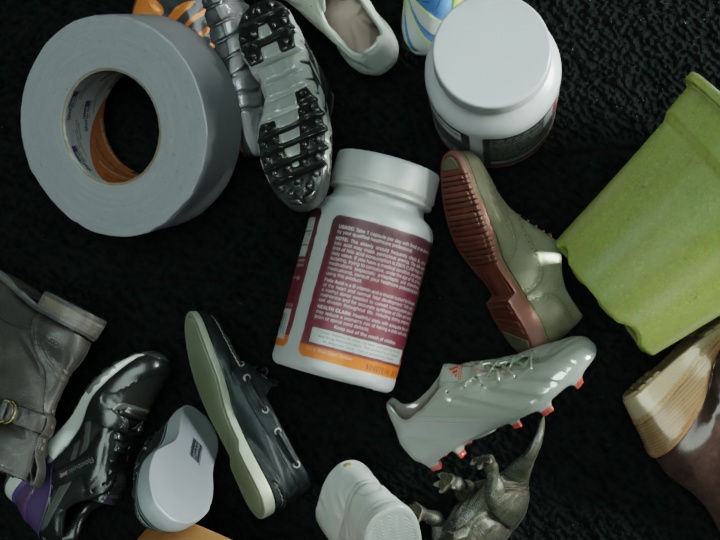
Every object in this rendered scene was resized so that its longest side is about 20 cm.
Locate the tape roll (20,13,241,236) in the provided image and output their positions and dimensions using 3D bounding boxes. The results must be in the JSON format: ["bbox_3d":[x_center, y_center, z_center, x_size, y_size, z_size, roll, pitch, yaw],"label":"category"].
[{"bbox_3d":[-0.212,-0.134,1.149,0.200,0.066,0.200,4,101,23],"label":"tape roll"}]

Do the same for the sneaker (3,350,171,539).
[{"bbox_3d":[-0.229,0.166,1.143,0.200,0.076,0.088,-48,62,8],"label":"sneaker"}]

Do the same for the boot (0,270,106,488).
[{"bbox_3d":[-0.337,0.092,1.145,0.200,0.069,0.174,20,80,29],"label":"boot"}]

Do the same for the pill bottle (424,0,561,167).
[{"bbox_3d":[0.115,-0.162,1.083,0.116,0.200,0.116,-1,84,6],"label":"pill bottle"}]

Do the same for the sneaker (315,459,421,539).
[{"bbox_3d":[0.013,0.265,1.117,0.074,0.116,0.200,-13,116,-21],"label":"sneaker"}]

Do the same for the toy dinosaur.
[{"bbox_3d":[0.106,0.217,1.108,0.077,0.102,0.200,13,70,44],"label":"toy dinosaur"}]

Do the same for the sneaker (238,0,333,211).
[{"bbox_3d":[-0.054,-0.139,1.122,0.066,0.090,0.200,-20,68,16],"label":"sneaker"}]

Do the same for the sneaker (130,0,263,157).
[{"bbox_3d":[-0.151,-0.196,1.189,0.112,0.078,0.200,-14,91,22],"label":"sneaker"}]

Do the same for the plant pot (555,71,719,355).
[{"bbox_3d":[0.276,-0.033,1.070,0.184,0.200,0.200,-41,81,12],"label":"plant pot"}]

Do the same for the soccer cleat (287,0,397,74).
[{"bbox_3d":[-0.038,-0.264,1.166,0.069,0.078,0.200,-43,80,1],"label":"soccer cleat"}]

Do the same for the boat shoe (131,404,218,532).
[{"bbox_3d":[-0.167,0.180,1.086,0.057,0.200,0.069,-38,100,10],"label":"boat shoe"}]

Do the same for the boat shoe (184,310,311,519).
[{"bbox_3d":[-0.100,0.123,1.146,0.066,0.075,0.199,-18,71,-24],"label":"boat shoe"}]

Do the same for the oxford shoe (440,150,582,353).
[{"bbox_3d":[0.134,-0.024,1.126,0.074,0.071,0.200,-29,103,-17],"label":"oxford shoe"}]

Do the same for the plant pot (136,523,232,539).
[{"bbox_3d":[-0.144,0.303,1.077,0.200,0.200,0.140,22,69,8],"label":"plant pot"}]

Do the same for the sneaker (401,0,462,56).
[{"bbox_3d":[0.050,-0.298,1.135,0.076,0.105,0.200,24,107,46],"label":"sneaker"}]

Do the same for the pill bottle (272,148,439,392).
[{"bbox_3d":[0.000,0.000,1.122,0.114,0.114,0.200,15,86,8],"label":"pill bottle"}]

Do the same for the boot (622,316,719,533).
[{"bbox_3d":[0.348,0.120,1.105,0.200,0.072,0.166,-40,93,0],"label":"boot"}]

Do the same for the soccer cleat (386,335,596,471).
[{"bbox_3d":[0.112,0.104,1.098,0.200,0.069,0.078,-33,97,22],"label":"soccer cleat"}]
